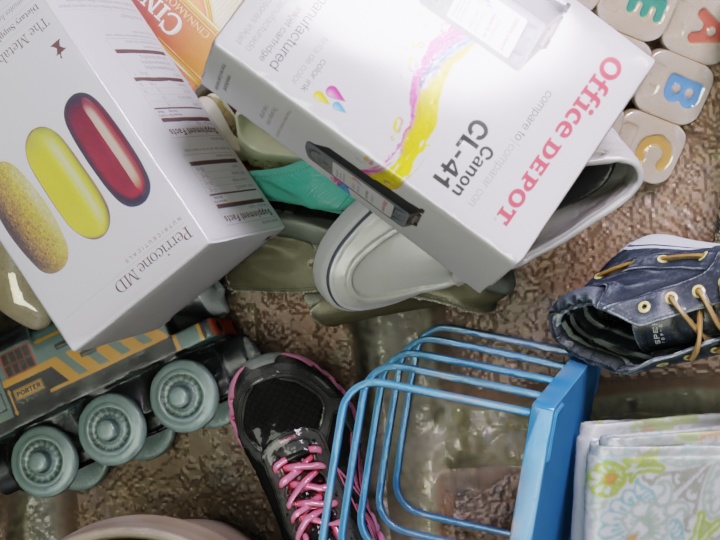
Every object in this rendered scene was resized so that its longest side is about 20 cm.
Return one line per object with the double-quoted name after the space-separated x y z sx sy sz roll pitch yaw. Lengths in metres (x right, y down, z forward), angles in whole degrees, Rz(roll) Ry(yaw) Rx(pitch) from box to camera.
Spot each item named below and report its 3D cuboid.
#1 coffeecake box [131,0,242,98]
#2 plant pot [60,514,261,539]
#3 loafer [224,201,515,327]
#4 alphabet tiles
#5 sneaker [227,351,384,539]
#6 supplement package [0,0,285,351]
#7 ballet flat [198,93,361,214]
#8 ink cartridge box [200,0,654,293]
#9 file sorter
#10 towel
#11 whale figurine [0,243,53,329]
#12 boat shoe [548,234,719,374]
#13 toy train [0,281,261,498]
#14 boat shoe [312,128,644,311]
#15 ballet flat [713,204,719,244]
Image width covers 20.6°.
-0.167 -0.149 1.243 0.154 0.073 0.200 44 104 1 "coffeecake box"
-0.115 0.237 1.237 0.199 0.174 0.201 1 98 11 "plant pot"
0.000 0.000 1.238 0.199 0.075 0.070 13 107 18 "loafer"
0.126 -0.130 1.168 0.195 0.015 0.201 18 103 -24 "alphabet tiles"
-0.025 0.146 1.223 0.079 0.095 0.201 -20 112 2 "sneaker"
-0.156 -0.070 1.141 0.114 0.109 0.200 -38 82 20 "supplement package"
-0.068 -0.076 1.201 0.199 0.067 0.071 4 129 36 "ballet flat"
0.035 -0.109 1.073 0.200 0.086 0.148 36 77 -1 "ink cartridge box"
0.062 0.116 1.174 0.122 0.200 0.139 12 100 13 "file sorter"
0.207 0.182 1.195 0.170 0.048 0.201 -2 100 -15 "towel"
-0.256 -0.009 1.247 0.199 0.104 0.160 0 103 36 "whale figurine"
0.203 0.025 1.135 0.200 0.091 0.071 0 116 52 "boat shoe"
-0.162 0.070 1.273 0.199 0.085 0.114 -25 83 13 "toy train"
0.070 -0.026 1.142 0.199 0.066 0.072 -22 119 -11 "boat shoe"
0.250 -0.080 1.168 0.068 0.075 0.201 -1 99 -22 "ballet flat"
